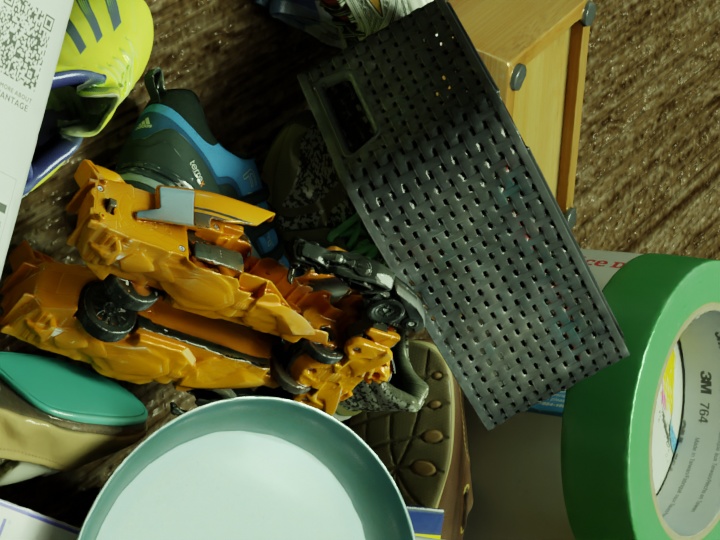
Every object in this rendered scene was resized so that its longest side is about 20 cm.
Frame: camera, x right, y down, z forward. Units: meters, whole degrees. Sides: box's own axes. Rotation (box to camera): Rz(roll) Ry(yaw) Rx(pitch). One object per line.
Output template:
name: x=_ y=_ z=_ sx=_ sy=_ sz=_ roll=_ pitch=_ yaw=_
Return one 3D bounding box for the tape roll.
tape roll: x=0.191 y=0.091 z=1.261 sx=0.200 sy=0.048 sz=0.202 roll=-13 pitch=106 yaw=-54

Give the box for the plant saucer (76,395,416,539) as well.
plant saucer: x=-0.059 y=0.162 z=1.004 sx=0.199 sy=0.027 sz=0.202 roll=0 pitch=90 yaw=-33

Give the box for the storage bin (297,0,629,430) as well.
storage bin: x=0.058 y=-0.030 z=1.108 sx=0.200 sy=0.093 sz=0.136 roll=57 pitch=6 yaw=-39

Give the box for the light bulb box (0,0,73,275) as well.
light bulb box: x=-0.232 y=-0.068 z=0.787 sx=0.198 sy=0.124 sz=0.202 roll=30 pitch=70 yaw=-54

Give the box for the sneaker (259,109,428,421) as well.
sneaker: x=0.000 y=0.000 z=1.183 sx=0.077 sy=0.088 sz=0.201 roll=-42 pitch=128 yaw=-45

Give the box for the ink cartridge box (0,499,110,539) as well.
ink cartridge box: x=-0.170 y=0.217 z=0.968 sx=0.198 sy=0.043 sz=0.201 roll=29 pitch=74 yaw=-40

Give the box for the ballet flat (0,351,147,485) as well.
ballet flat: x=-0.182 y=0.069 z=0.961 sx=0.200 sy=0.069 sz=0.063 roll=21 pitch=106 yaw=-53

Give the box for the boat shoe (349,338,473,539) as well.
boat shoe: x=0.035 y=0.135 z=1.284 sx=0.067 sy=0.072 sz=0.202 roll=-26 pitch=123 yaw=-58

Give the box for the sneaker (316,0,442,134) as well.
sneaker: x=-0.011 y=-0.169 z=1.128 sx=0.082 sy=0.078 sz=0.201 roll=-25 pitch=115 yaw=-28

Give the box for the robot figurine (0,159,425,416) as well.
robot figurine: x=-0.067 y=0.016 z=1.008 sx=0.199 sy=0.145 sz=0.059 roll=18 pitch=46 yaw=-30

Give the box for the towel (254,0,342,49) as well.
towel: x=0.010 y=-0.200 z=1.223 sx=0.200 sy=0.024 sz=0.148 roll=15 pitch=83 yaw=-56

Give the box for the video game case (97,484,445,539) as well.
video game case: x=-0.054 y=0.218 z=1.063 sx=0.023 sy=0.198 sz=0.183 roll=95 pitch=4 yaw=-86

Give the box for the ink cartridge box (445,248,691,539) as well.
ink cartridge box: x=0.143 y=0.094 z=1.364 sx=0.200 sy=0.146 sz=0.146 roll=-42 pitch=128 yaw=-44

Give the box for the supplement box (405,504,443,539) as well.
supplement box: x=-0.038 y=0.223 z=1.148 sx=0.109 sy=0.108 sz=0.202 roll=15 pitch=84 yaw=-57

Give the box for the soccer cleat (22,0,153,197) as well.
soccer cleat: x=-0.136 y=-0.081 z=0.956 sx=0.200 sy=0.083 sz=0.065 roll=-49 pitch=132 yaw=-55

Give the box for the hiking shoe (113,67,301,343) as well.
hiking shoe: x=-0.064 y=-0.019 z=1.098 sx=0.200 sy=0.074 sz=0.087 roll=52 pitch=49 yaw=-51

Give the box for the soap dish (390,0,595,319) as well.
soap dish: x=0.080 y=-0.082 z=1.261 sx=0.157 sy=0.081 sz=0.201 roll=-42 pitch=142 yaw=-51
